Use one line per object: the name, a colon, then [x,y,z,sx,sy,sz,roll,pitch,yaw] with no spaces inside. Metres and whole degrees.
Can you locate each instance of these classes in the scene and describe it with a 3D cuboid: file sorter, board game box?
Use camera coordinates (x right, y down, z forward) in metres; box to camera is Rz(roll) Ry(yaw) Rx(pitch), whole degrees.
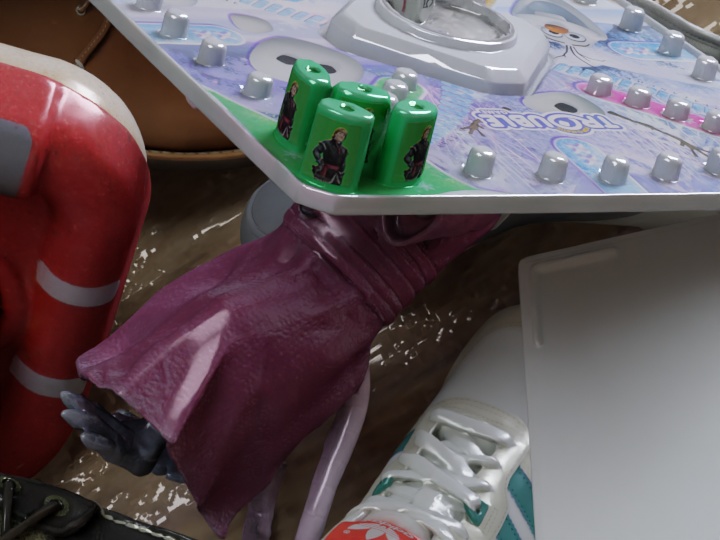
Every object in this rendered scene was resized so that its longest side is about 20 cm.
file sorter: [0.134,0.096,0.647,0.138,0.125,0.202,-12,57,17]
board game box: [0.025,-0.074,0.642,0.200,0.198,0.026,44,127,47]

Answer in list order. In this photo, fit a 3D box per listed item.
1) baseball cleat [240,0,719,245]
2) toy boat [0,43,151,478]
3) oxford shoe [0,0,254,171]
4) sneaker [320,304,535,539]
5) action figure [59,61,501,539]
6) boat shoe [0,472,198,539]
baseball cleat: [0.043,-0.052,0.786,0.198,0.107,0.070,-10,44,12]
toy boat: [-0.152,0.021,0.770,0.129,0.201,0.131,15,46,-8]
oxford shoe: [-0.114,-0.094,0.847,0.198,0.072,0.072,18,35,-9]
sneaker: [0.028,0.089,0.716,0.070,0.094,0.201,13,67,28]
action figure: [0.000,0.000,0.719,0.200,0.149,0.134,-42,24,0]
boat shoe: [-0.121,0.095,0.686,0.199,0.066,0.072,6,46,21]
